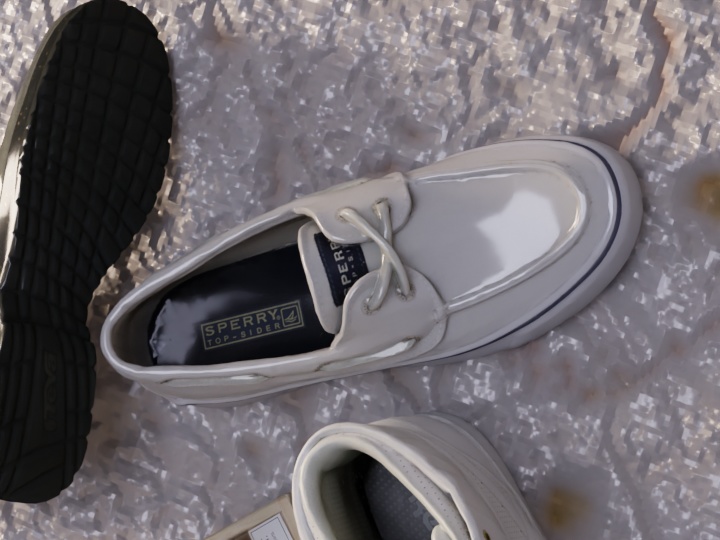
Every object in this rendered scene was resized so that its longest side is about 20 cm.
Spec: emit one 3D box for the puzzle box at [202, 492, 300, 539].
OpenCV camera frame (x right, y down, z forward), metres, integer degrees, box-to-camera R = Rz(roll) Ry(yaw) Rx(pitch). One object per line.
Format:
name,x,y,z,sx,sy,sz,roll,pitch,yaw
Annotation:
puzzle box,-0.035,0.198,0.908,0.133,0.025,0.201,-31,75,19

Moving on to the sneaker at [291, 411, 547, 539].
sneaker,0.049,0.132,0.829,0.074,0.115,0.200,-44,73,12

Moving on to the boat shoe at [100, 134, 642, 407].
boat shoe,0.000,0.000,0.884,0.199,0.066,0.072,-14,81,22

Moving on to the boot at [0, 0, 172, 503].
boot,-0.150,-0.007,0.948,0.130,0.068,0.201,-1,69,42
